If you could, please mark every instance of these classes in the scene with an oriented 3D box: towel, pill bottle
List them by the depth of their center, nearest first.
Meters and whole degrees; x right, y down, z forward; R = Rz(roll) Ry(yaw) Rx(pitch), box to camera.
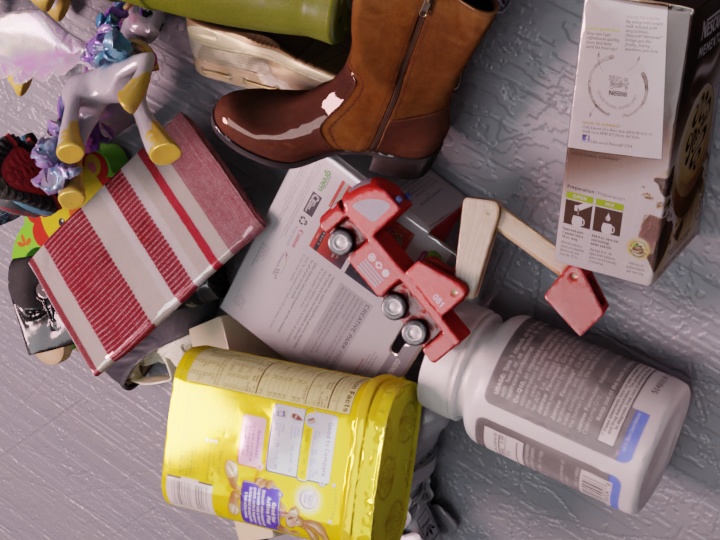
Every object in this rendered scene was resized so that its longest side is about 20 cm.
[{"bbox_3d":[0.153,0.105,1.121,0.199,0.114,0.114,24,121,22],"label":"pill bottle"},{"bbox_3d":[-0.187,-0.023,1.206,0.200,0.023,0.144,-42,61,10],"label":"towel"}]

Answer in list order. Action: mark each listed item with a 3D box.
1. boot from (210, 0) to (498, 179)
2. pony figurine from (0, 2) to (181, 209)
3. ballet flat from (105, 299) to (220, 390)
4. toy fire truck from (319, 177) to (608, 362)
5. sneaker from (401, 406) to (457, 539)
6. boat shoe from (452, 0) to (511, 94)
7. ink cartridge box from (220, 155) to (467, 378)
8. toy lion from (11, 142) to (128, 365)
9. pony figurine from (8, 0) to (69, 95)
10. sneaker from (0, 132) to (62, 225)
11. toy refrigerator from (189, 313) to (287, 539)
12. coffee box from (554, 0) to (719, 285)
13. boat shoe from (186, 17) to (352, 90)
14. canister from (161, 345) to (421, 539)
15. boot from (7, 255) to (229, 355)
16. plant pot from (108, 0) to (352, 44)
[{"bbox_3d":[-0.012,-0.149,1.030,0.187,0.069,0.200,15,148,-2],"label":"boot"},{"bbox_3d":[-0.231,-0.154,1.203,0.192,0.201,0.167,-23,136,22],"label":"pony figurine"},{"bbox_3d":[-0.185,0.069,1.347,0.200,0.073,0.073,-30,93,43],"label":"ballet flat"},{"bbox_3d":[0.079,-0.007,1.067,0.141,0.049,0.200,-41,86,16],"label":"toy fire truck"},{"bbox_3d":[0.049,0.192,1.251,0.115,0.075,0.200,46,132,6],"label":"sneaker"},{"bbox_3d":[0.079,-0.222,1.054,0.072,0.072,0.201,11,122,16],"label":"boat shoe"},{"bbox_3d":[0.000,0.000,1.191,0.175,0.084,0.201,38,126,10],"label":"ink cartridge box"},{"bbox_3d":[-0.280,-0.030,1.372,0.200,0.069,0.193,-32,84,36],"label":"toy lion"},{"bbox_3d":[-0.366,-0.282,1.266,0.199,0.167,0.194,30,130,-1],"label":"pony figurine"},{"bbox_3d":[-0.321,-0.066,1.248,0.095,0.200,0.080,-35,97,0],"label":"sneaker"},{"bbox_3d":[-0.091,0.139,1.274,0.070,0.076,0.201,-22,81,52],"label":"toy refrigerator"},{"bbox_3d":[0.204,-0.107,0.998,0.079,0.113,0.201,15,118,25],"label":"coffee box"},{"bbox_3d":[-0.061,-0.170,1.169,0.199,0.072,0.065,21,129,26],"label":"boat shoe"},{"bbox_3d":[-0.060,0.147,1.164,0.199,0.086,0.150,10,95,22],"label":"canister"},{"bbox_3d":[-0.230,-0.023,1.278,0.199,0.066,0.166,-17,72,19],"label":"boot"},{"bbox_3d":[-0.080,-0.269,1.073,0.192,0.201,0.201,23,122,9],"label":"plant pot"}]
